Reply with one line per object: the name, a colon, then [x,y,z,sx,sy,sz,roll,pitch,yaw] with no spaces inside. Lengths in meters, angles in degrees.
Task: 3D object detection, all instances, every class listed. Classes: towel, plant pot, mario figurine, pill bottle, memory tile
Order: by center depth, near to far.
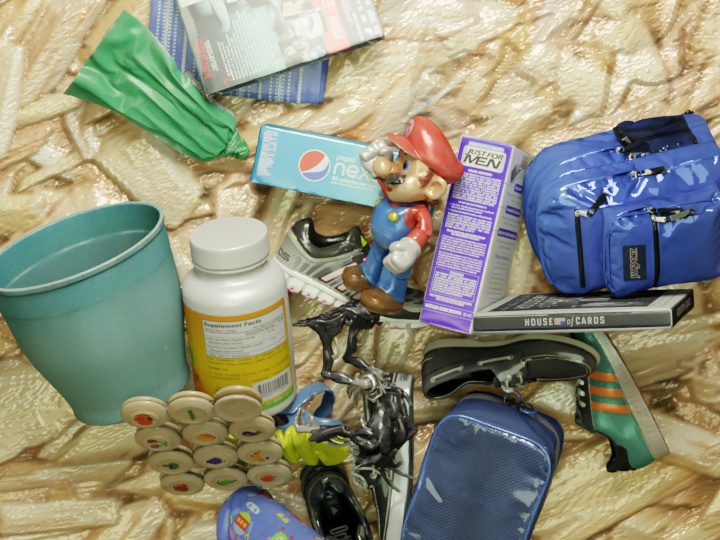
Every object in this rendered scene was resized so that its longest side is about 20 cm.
mario figurine: [0.026,-0.063,1.430,0.123,0.106,0.200,26,108,23]
pill bottle: [-0.130,0.050,1.496,0.111,0.111,0.200,-3,116,2]
memory tile: [-0.160,0.186,1.499,0.153,0.017,0.200,-6,143,7]
plant pot: [-0.274,0.053,1.500,0.200,0.200,0.188,-16,113,4]
towel: [-0.130,-0.261,1.527,0.199,0.024,0.145,6,101,3]

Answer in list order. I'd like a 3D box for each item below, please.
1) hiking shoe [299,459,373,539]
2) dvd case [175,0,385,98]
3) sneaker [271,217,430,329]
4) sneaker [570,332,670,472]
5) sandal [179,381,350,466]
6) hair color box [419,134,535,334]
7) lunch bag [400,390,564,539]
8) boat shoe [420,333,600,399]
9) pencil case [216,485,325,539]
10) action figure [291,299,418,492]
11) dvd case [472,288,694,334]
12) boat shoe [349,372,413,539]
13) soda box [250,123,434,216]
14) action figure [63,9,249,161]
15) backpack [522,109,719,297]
hiking shoe: [-0.017,0.312,1.565,0.076,0.101,0.200,-23,97,0]
dvd case: [-0.090,-0.281,1.489,0.200,0.022,0.146,-19,86,-1]
sneaker: [0.000,0.000,1.532,0.200,0.074,0.088,20,105,4]
sneaker: [0.262,0.132,1.546,0.080,0.071,0.200,-28,93,9]
sandal: [-0.103,0.168,1.569,0.199,0.080,0.087,1,58,11]
hair color box: [0.125,-0.035,1.490,0.065,0.109,0.200,15,92,19]
lunch bag: [0.138,0.226,1.535,0.136,0.132,0.200,22,102,11]
boat shoe: [0.159,0.112,1.517,0.200,0.063,0.073,-2,142,24]
pencil case: [-0.087,0.305,1.523,0.087,0.200,0.078,-44,124,-15]
action figure: [-0.005,0.136,1.487,0.102,0.119,0.200,-10,99,40]
dvd case: [0.231,0.041,1.443,0.200,0.150,0.025,-2,96,21]
boat shoe: [0.023,0.213,1.566,0.068,0.074,0.200,2,96,8]
soda box: [-0.014,-0.109,1.519,0.200,0.068,0.064,12,98,0]
action figure: [-0.203,-0.179,1.514,0.200,0.055,0.118,36,116,-16]
backpack: [0.270,-0.061,1.449,0.199,0.168,0.163,-8,121,3]
